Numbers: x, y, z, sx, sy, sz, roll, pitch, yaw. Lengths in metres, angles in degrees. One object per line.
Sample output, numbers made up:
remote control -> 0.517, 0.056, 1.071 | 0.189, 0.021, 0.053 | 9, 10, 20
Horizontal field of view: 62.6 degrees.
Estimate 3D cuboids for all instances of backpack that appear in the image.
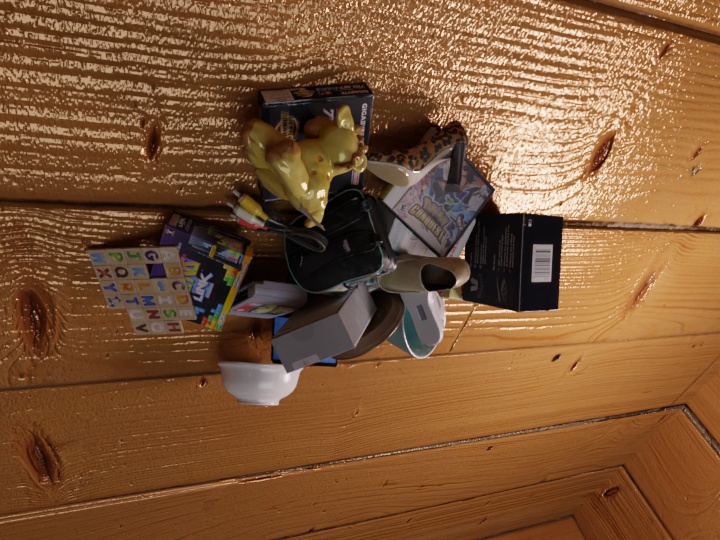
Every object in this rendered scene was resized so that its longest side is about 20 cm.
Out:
backpack -> -0.041, -0.044, 1.155 | 0.197, 0.178, 0.153 | -22, 171, 14

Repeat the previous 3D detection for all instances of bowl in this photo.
bowl -> 0.108, 0.099, 1.387 | 0.104, 0.204, 0.201 | 2, 154, 35
bowl -> -0.230, 0.258, 1.351 | 0.197, 0.092, 0.201 | 2, 170, 0

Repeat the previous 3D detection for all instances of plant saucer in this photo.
plant saucer -> 0.002, 0.111, 1.271 | 0.198, 0.201, 0.030 | -31, 115, 6

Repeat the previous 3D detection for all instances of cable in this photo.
cable -> -0.156, -0.073, 1.089 | 0.051, 0.198, 0.098 | -52, 172, -34

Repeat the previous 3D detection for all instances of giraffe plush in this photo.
giraffe plush -> -0.072, -0.186, 0.951 | 0.162, 0.200, 0.173 | -44, 174, -13

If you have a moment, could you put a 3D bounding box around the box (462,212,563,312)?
box -> 0.325, -0.023, 1.285 | 0.116, 0.199, 0.201 | 0, 95, -27

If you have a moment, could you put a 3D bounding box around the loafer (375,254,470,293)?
loafer -> 0.119, 0.007, 1.189 | 0.197, 0.068, 0.077 | -6, 100, 20

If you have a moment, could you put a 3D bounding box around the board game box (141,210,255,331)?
board game box -> -0.309, 0.007, 1.123 | 0.163, 0.057, 0.201 | 19, 124, -16

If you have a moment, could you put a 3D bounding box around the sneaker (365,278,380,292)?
sneaker -> -0.001, 0.000, 1.299 | 0.198, 0.070, 0.094 | -30, 120, -8

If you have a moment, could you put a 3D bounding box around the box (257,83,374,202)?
box -> -0.082, -0.224, 1.049 | 0.195, 0.050, 0.202 | -8, 136, -18

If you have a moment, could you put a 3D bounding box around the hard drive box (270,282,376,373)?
hard drive box -> -0.068, 0.105, 1.179 | 0.154, 0.200, 0.078 | -23, 100, 20

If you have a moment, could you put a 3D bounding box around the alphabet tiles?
alphabet tiles -> -0.402, 0.042, 1.111 | 0.164, 0.008, 0.203 | -2, 125, 3

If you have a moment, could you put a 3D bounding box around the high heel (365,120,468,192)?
high heel -> 0.099, -0.228, 1.093 | 0.196, 0.145, 0.072 | 11, 159, -3

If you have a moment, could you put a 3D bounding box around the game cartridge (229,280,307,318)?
game cartridge -> -0.196, 0.063, 1.216 | 0.131, 0.042, 0.199 | 4, 164, -33

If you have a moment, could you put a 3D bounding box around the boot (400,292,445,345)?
boot -> 0.136, 0.056, 1.288 | 0.072, 0.096, 0.203 | -11, 104, 20

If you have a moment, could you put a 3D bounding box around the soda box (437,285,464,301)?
soda box -> 0.233, 0.041, 1.408 | 0.199, 0.067, 0.065 | 14, 83, -52

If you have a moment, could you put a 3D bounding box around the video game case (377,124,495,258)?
video game case -> 0.154, -0.151, 1.170 | 0.199, 0.025, 0.182 | 39, 87, -29

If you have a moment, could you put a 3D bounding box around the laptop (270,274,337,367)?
laptop -> -0.099, 0.109, 1.334 | 0.175, 0.104, 0.201 | 9, 128, -34

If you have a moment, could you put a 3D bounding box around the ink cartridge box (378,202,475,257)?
ink cartridge box -> 0.127, -0.081, 1.269 | 0.197, 0.085, 0.146 | 0, 133, -24
